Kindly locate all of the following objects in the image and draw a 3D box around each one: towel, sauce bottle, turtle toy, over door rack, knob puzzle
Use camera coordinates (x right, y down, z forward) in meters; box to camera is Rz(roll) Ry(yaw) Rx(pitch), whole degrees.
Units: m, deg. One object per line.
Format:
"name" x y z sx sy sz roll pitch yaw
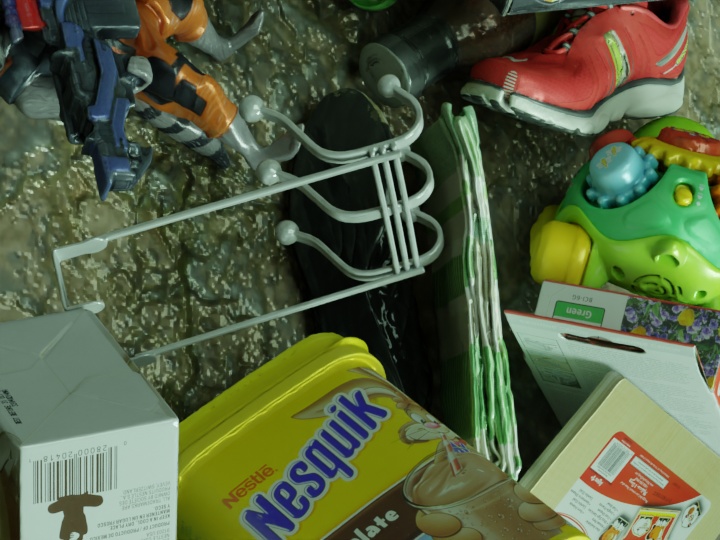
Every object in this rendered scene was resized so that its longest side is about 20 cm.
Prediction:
"towel" 0.052 0.020 1.492 0.023 0.153 0.201 -6 83 -8
"sauce bottle" 0.080 -0.156 1.589 0.200 0.066 0.066 -32 99 -35
"turtle toy" 0.175 -0.033 1.576 0.145 0.200 0.102 15 100 1
"over door rack" -0.059 -0.017 1.384 0.199 0.148 0.067 -27 64 -6
"knob puzzle" 0.112 0.161 1.521 0.219 0.030 0.221 -25 134 -28

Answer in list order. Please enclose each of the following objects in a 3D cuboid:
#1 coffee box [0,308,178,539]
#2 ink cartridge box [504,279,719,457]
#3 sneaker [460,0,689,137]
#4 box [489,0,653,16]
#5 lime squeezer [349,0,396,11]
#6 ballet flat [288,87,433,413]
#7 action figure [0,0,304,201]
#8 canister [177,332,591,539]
"coffee box" -0.142 0.135 1.287 0.079 0.114 0.201 -10 120 -24
"ink cartridge box" 0.150 0.046 1.505 0.200 0.108 0.051 58 46 -64
"sneaker" 0.124 -0.129 1.563 0.200 0.077 0.085 -19 124 -55
"box" 0.103 -0.217 1.553 0.199 0.050 0.199 -11 42 -36
"lime squeezer" -0.015 -0.168 1.530 0.199 0.071 0.038 13 97 -2
"ballet flat" 0.000 0.000 1.519 0.057 0.066 0.201 13 69 -74
"action figure" -0.129 -0.091 1.413 0.193 0.105 0.201 14 48 -27
"canister" 0.005 0.134 1.380 0.148 0.200 0.087 -34 138 -24
